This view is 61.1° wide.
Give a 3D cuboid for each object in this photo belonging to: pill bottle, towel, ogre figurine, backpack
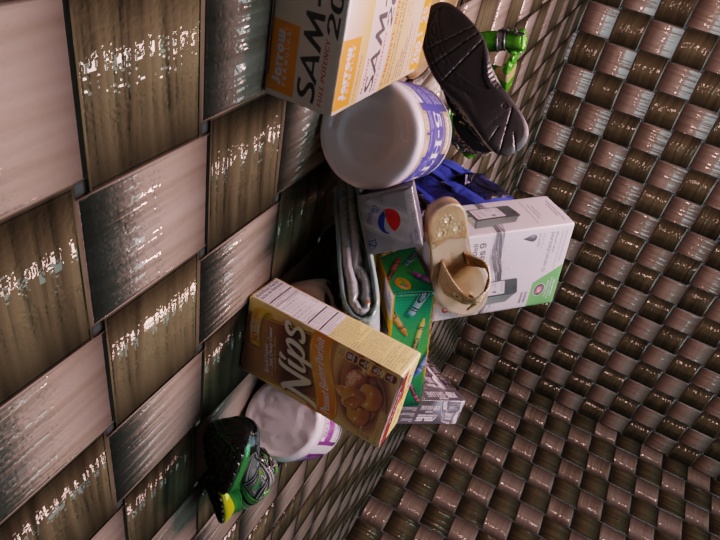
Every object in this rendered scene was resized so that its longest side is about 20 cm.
[{"bbox_3d":[-0.088,0.224,0.905,0.113,0.112,0.200,-62,164,-10],"label":"pill bottle"},{"bbox_3d":[0.000,0.000,0.810,0.171,0.048,0.201,76,8,-66],"label":"towel"},{"bbox_3d":[0.173,-0.292,0.970,0.098,0.120,0.201,-37,147,-52],"label":"ogre figurine"},{"bbox_3d":[0.044,-0.166,0.736,0.200,0.119,0.120,-32,143,-64],"label":"pill bottle"},{"bbox_3d":[0.128,-0.094,0.991,0.167,0.200,0.163,-3,127,-36],"label":"backpack"}]

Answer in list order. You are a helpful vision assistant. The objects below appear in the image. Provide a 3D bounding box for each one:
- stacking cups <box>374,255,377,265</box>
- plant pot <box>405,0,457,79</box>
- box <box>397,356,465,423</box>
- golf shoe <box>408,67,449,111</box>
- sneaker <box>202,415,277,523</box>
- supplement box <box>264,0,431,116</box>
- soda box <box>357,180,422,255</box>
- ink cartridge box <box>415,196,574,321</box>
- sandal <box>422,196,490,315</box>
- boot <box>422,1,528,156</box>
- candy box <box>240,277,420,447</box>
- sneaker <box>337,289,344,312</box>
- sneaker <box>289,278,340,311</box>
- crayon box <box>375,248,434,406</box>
[{"bbox_3d":[0.034,-0.090,0.923,0.061,0.060,0.201,-47,156,-49],"label":"stacking cups"},{"bbox_3d":[0.083,-0.344,0.768,0.200,0.027,0.200,-58,163,-28],"label":"plant pot"},{"bbox_3d":[0.047,0.181,0.994,0.199,0.158,0.050,8,113,-30],"label":"box"},{"bbox_3d":[0.116,-0.257,0.890,0.201,0.091,0.075,-65,166,4],"label":"golf shoe"},{"bbox_3d":[-0.146,0.236,0.759,0.085,0.078,0.200,-18,146,-29],"label":"sneaker"},{"bbox_3d":[0.000,-0.236,0.566,0.200,0.073,0.126,-46,155,-50],"label":"supplement box"},{"bbox_3d":[0.041,-0.070,0.746,0.200,0.063,0.069,-62,141,-79],"label":"soda box"},{"bbox_3d":[0.185,-0.017,0.881,0.084,0.199,0.146,-117,-157,-50],"label":"ink cartridge box"},{"bbox_3d":[0.131,0.008,0.778,0.077,0.070,0.212,-25,131,-1],"label":"sandal"},{"bbox_3d":[0.135,-0.236,0.805,0.073,0.204,0.154,-33,-175,3],"label":"boot"},{"bbox_3d":[-0.041,0.105,0.711,0.055,0.199,0.116,-42,152,-53],"label":"candy box"},{"bbox_3d":[-0.024,0.080,0.953,0.199,0.080,0.115,-49,157,-48],"label":"sneaker"},{"bbox_3d":[-0.060,0.093,0.809,0.081,0.083,0.201,-74,156,-54],"label":"sneaker"},{"bbox_3d":[0.056,0.083,0.879,0.119,0.058,0.201,-107,-164,-57],"label":"crayon box"}]
